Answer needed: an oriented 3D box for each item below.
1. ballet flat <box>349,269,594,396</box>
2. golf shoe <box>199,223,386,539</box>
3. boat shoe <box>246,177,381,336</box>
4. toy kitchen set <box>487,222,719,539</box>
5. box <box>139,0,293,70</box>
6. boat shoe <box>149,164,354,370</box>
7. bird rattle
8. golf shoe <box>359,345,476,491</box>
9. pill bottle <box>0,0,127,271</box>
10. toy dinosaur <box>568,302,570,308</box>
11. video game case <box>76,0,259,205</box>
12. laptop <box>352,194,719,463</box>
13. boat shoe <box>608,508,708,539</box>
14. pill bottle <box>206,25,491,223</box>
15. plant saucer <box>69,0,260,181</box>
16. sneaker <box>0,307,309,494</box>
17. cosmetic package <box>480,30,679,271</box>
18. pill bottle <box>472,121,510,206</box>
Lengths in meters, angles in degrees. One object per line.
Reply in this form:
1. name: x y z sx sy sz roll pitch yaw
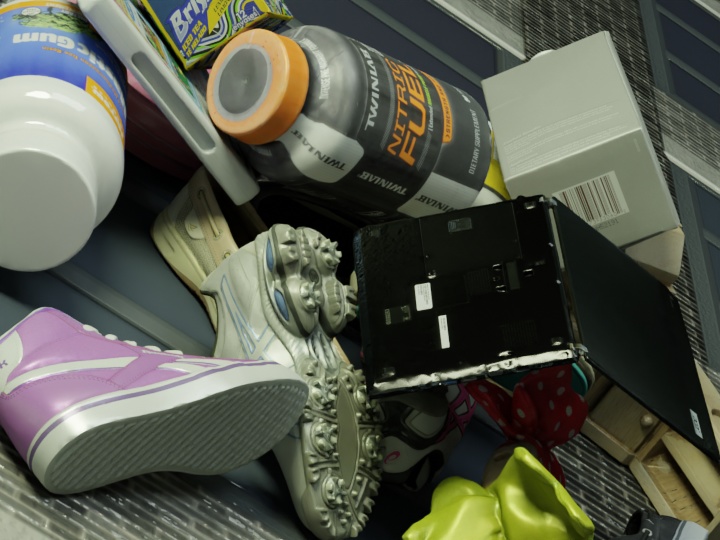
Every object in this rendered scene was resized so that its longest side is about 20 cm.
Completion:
1. ballet flat: 0.079 0.027 1.753 0.199 0.070 0.070 26 24 -30
2. golf shoe: -0.046 0.076 1.577 0.078 0.097 0.201 21 53 -52
3. boat shoe: 0.000 0.000 1.774 0.199 0.073 0.063 30 -8 -10
4. toy kitchen set: 0.201 0.073 1.840 0.199 0.163 0.181 19 28 -39
5. box: -0.096 -0.180 1.761 0.064 0.070 0.200 57 5 -2
6. boat shoe: -0.060 0.012 1.687 0.072 0.065 0.200 7 37 -53
7. bird rattle: 0.097 0.153 1.592 0.200 0.112 0.164 -76 151 -68
8. golf shoe: 0.032 0.095 1.676 0.072 0.093 0.200 8 -1 12
9. pill bottle: -0.200 -0.082 1.597 0.112 0.112 0.200 30 22 -19
10. toy dinosaur: 0.088 0.003 1.687 0.101 0.058 0.200 46 34 10
11. video game case: -0.142 -0.154 1.709 0.182 0.024 0.200 52 7 -33
12. laptop: 0.104 0.043 1.593 0.178 0.199 0.104 -96 174 -56
13. boat shoe: 0.176 0.199 1.688 0.066 0.070 0.200 23 22 13
14. pill bottle: -0.011 -0.097 1.709 0.200 0.106 0.106 19 27 -48
15. plant saucer: -0.141 -0.129 1.869 0.200 0.051 0.201 31 23 -15
16. sneaker: -0.125 0.058 1.464 0.200 0.073 0.114 -2 38 -46
17. cosmetic package: 0.153 -0.086 1.835 0.200 0.106 0.091 -89 156 -67
18. pill bottle: 0.069 -0.049 1.951 0.112 0.112 0.200 33 21 -11
